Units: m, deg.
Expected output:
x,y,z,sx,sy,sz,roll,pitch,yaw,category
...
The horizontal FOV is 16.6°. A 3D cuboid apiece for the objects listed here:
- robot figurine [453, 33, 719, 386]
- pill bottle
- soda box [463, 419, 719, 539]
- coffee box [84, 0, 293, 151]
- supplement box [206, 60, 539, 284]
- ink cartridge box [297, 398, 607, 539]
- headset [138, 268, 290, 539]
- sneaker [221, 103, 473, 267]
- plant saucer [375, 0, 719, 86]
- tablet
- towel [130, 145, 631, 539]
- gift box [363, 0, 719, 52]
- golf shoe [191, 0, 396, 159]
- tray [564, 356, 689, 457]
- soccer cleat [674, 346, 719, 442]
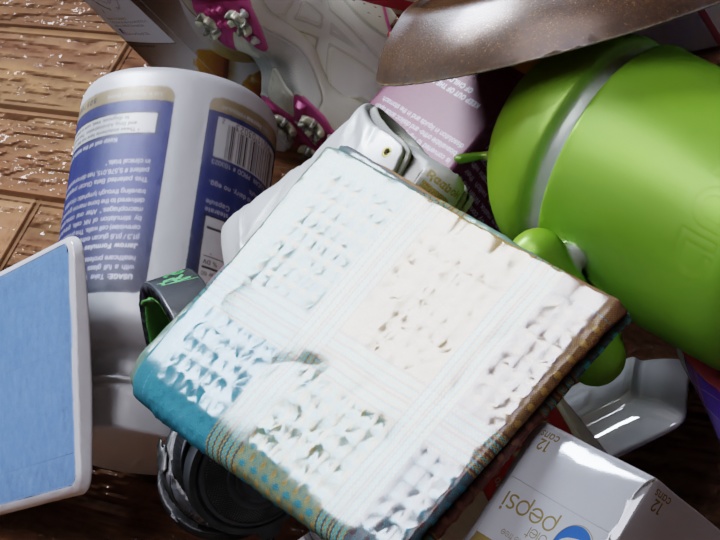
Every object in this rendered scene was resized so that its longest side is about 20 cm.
x,y,z,sx,sy,sz,roll,pitch,yaw,category
0.141,-0.031,1.080,0.200,0.116,0.175,30,56,29,robot figurine
-0.110,0.002,1.326,0.111,0.111,0.201,-7,65,32,pill bottle
0.128,0.137,0.984,0.068,0.200,0.064,26,80,47,soda box
-0.090,-0.176,1.394,0.115,0.200,0.080,-54,31,-13,coffee box
0.029,-0.014,1.250,0.200,0.110,0.086,-48,42,-7,supplement box
0.041,0.160,1.072,0.200,0.147,0.083,-35,42,6,ink cartridge box
-0.073,0.101,1.196,0.094,0.201,0.123,-21,-3,-15,headset
0.000,0.000,1.100,0.116,0.074,0.200,-43,34,18,sneaker
0.099,-0.128,1.137,0.199,0.032,0.200,-17,11,3,plant saucer
-0.182,0.062,1.312,0.200,0.014,0.131,-20,71,60,tablet
0.002,0.033,1.008,0.147,0.022,0.200,-48,40,-10,towel
0.083,-0.210,1.312,0.184,0.200,0.188,-15,50,32,gift box
-0.035,-0.144,1.344,0.092,0.200,0.075,-46,34,-16,golf shoe
0.062,0.093,1.161,0.199,0.022,0.107,-28,8,14,tray
0.182,0.070,1.111,0.066,0.077,0.200,-4,30,-7,soccer cleat
